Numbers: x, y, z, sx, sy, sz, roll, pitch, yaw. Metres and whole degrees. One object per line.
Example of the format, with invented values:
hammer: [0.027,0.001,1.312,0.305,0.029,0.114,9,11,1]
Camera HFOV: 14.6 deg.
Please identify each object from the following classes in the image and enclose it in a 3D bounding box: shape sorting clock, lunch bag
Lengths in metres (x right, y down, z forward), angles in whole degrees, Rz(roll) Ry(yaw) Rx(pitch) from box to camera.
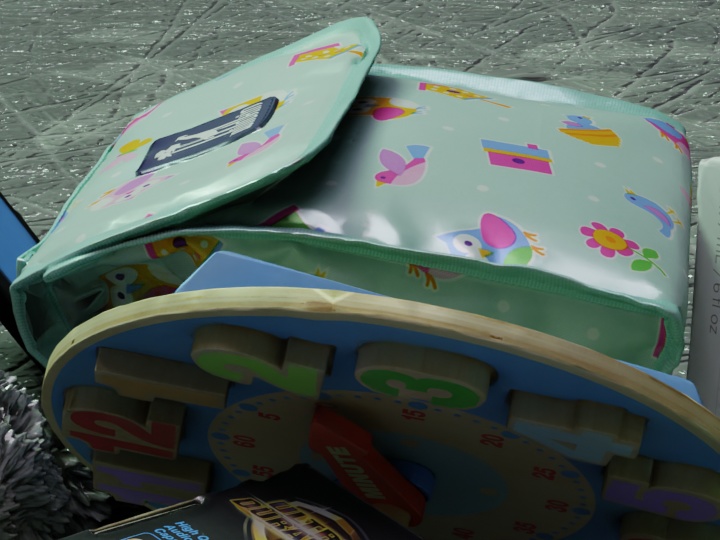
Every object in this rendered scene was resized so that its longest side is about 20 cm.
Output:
shape sorting clock: [0.011,0.054,0.751,0.199,0.039,0.200,14,-24,6]
lunch bag: [0.000,0.000,0.892,0.199,0.123,0.170,14,24,3]

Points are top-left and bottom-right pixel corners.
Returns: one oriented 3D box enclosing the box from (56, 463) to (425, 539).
box: [-0.023,0.123,0.598,0.198,0.050,0.200,-14,33,-42]

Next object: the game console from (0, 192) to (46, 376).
game console: [-0.083,-0.010,1.040,0.175,0.117,0.200,-5,16,-8]

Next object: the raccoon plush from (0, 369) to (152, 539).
raccoon plush: [-0.111,0.073,0.804,0.199,0.097,0.134,-6,23,-13]

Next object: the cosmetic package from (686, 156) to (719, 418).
cosmetic package: [0.194,0.032,0.840,0.081,0.114,0.200,-4,11,-37]
